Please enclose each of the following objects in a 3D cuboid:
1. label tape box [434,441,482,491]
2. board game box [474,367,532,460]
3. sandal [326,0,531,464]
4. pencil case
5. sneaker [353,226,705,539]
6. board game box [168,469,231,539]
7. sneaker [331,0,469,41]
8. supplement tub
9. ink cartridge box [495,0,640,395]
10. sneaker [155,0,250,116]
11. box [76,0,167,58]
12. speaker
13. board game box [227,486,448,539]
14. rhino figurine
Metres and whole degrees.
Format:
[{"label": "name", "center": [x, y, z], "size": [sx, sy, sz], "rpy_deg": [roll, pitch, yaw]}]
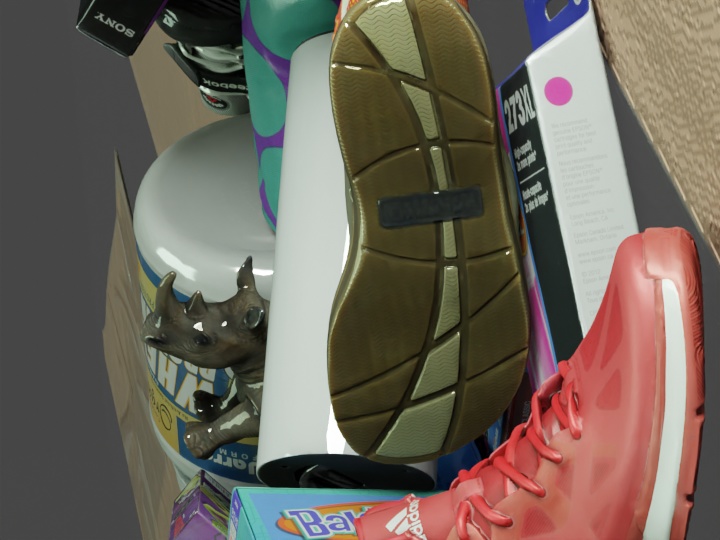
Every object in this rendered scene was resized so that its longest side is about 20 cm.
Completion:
[{"label": "label tape box", "center": [0.037, 0.165, 1.299], "size": [0.144, 0.063, 0.201], "rpy_deg": [-112, 10, -62]}, {"label": "board game box", "center": [0.062, 0.023, 1.223], "size": [0.200, 0.019, 0.103], "rpy_deg": [93, 165, -52]}, {"label": "sandal", "center": [0.024, -0.019, 1.058], "size": [0.054, 0.080, 0.201], "rpy_deg": [-87, -7, -67]}, {"label": "pencil case", "center": [-0.011, -0.107, 1.309], "size": [0.092, 0.085, 0.201], "rpy_deg": [28, 138, 33]}, {"label": "sneaker", "center": [0.055, 0.076, 0.948], "size": [0.078, 0.115, 0.201], "rpy_deg": [-74, -10, -68]}, {"label": "board game box", "center": [-0.014, 0.183, 1.389], "size": [0.200, 0.032, 0.120], "rpy_deg": [41, 179, -5]}, {"label": "sneaker", "center": [0.036, -0.051, 1.131], "size": [0.077, 0.073, 0.201], "rpy_deg": [-6, 89, 47]}, {"label": "supplement tub", "center": [-0.044, 0.032, 1.457], "size": [0.145, 0.144, 0.201], "rpy_deg": [-111, 15, -48]}, {"label": "ink cartridge box", "center": [0.079, -0.021, 1.048], "size": [0.095, 0.037, 0.201], "rpy_deg": [141, 120, -78]}, {"label": "sneaker", "center": [-0.061, -0.117, 1.416], "size": [0.089, 0.074, 0.200], "rpy_deg": [-70, -13, 15]}, {"label": "box", "center": [-0.071, -0.214, 1.302], "size": [0.200, 0.036, 0.143], "rpy_deg": [-56, 17, 26]}, {"label": "speaker", "center": [0.000, 0.000, 1.207], "size": [0.081, 0.081, 0.201], "rpy_deg": [107, 168, -69]}, {"label": "board game box", "center": [0.036, 0.149, 1.083], "size": [0.200, 0.151, 0.045], "rpy_deg": [-116, 31, -64]}, {"label": "rhino figurine", "center": [-0.042, 0.061, 1.347], "size": [0.200, 0.087, 0.060], "rpy_deg": [53, -161, -38]}]
